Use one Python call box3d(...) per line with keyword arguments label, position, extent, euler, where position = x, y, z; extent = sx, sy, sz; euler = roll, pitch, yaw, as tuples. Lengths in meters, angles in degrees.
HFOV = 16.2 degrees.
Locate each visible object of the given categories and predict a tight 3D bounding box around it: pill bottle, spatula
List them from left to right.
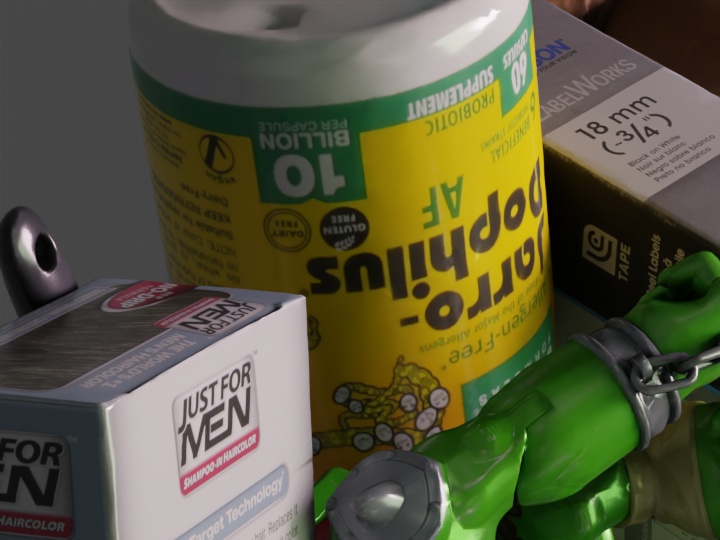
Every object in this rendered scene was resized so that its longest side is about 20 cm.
box3d(label="spatula", position=(-0.064, 0.061, 0.665), extent=(0.057, 0.020, 0.201), euler=(-73, 159, -46))
box3d(label="pill bottle", position=(0.000, 0.000, 0.735), extent=(0.113, 0.112, 0.201), euler=(-69, 157, -56))

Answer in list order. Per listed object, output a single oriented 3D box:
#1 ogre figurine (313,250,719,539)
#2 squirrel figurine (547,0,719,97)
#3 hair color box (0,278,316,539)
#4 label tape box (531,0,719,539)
box3d(label="ogre figurine", position=(0.032, 0.087, 0.677), extent=(0.098, 0.120, 0.200), euler=(63, -31, 14))
box3d(label="squirrel figurine", position=(0.126, -0.099, 0.919), extent=(0.142, 0.199, 0.187), euler=(86, 17, -54))
box3d(label="hair color box", position=(-0.055, 0.111, 0.590), extent=(0.099, 0.060, 0.201), euler=(-30, 121, -63))
box3d(label="label tape box", position=(0.071, 0.002, 0.804), extent=(0.063, 0.200, 0.145), euler=(-30, 136, -31))
